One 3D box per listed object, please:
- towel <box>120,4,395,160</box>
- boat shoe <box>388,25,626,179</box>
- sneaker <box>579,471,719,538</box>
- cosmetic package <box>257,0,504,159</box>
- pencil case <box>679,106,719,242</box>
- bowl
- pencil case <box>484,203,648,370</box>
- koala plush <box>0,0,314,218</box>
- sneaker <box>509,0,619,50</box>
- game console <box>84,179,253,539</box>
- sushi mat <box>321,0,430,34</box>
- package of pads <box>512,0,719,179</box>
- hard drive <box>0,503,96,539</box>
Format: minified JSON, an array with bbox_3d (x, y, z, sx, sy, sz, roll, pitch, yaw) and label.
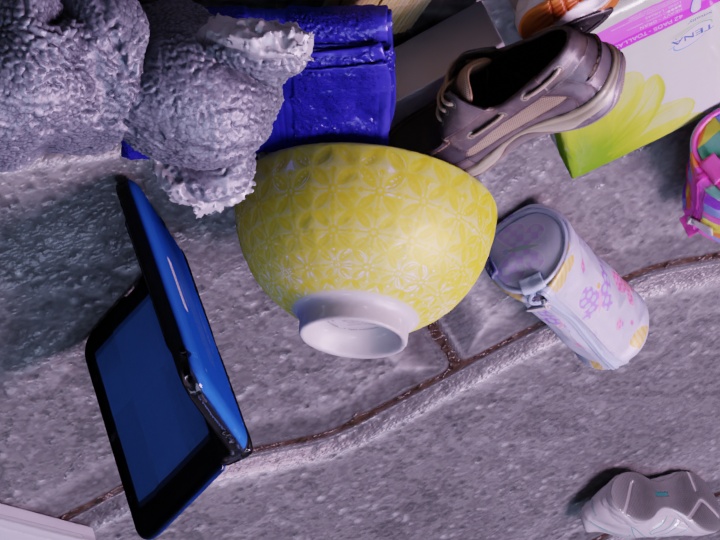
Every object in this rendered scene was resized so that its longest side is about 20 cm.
[{"bbox_3d":[-0.074,-0.120,1.211,0.197,0.050,0.148,-1,147,0],"label":"towel"},{"bbox_3d":[0.089,-0.123,1.236,0.199,0.075,0.073,-24,135,33],"label":"boat shoe"},{"bbox_3d":[0.329,0.269,2.004,0.199,0.071,0.080,12,147,-37],"label":"sneaker"},{"bbox_3d":[0.021,-0.117,1.325,0.198,0.051,0.083,-28,145,5],"label":"cosmetic package"},{"bbox_3d":[0.310,-0.076,1.476,0.088,0.089,0.200,-26,165,2],"label":"pencil case"},{"bbox_3d":[0.000,0.000,1.287,0.197,0.109,0.201,4,157,2],"label":"bowl"},{"bbox_3d":[0.186,0.018,1.564,0.083,0.091,0.200,-34,145,14],"label":"pencil case"},{"bbox_3d":[-0.136,-0.119,1.064,0.198,0.185,0.178,20,132,-13],"label":"koala plush"},{"bbox_3d":[0.184,-0.239,1.230,0.198,0.093,0.076,-25,151,-1],"label":"sneaker"},{"bbox_3d":[-0.167,0.068,1.321,0.117,0.201,0.171,-25,145,1],"label":"game console"},{"bbox_3d":[0.019,-0.191,1.186,0.095,0.012,0.200,-13,170,-18],"label":"sushi mat"},{"bbox_3d":[0.206,-0.172,1.347,0.153,0.069,0.200,-25,149,0],"label":"package of pads"},{"bbox_3d":[-0.355,0.258,1.605,0.132,0.026,0.199,-40,143,20],"label":"hard drive"}]
